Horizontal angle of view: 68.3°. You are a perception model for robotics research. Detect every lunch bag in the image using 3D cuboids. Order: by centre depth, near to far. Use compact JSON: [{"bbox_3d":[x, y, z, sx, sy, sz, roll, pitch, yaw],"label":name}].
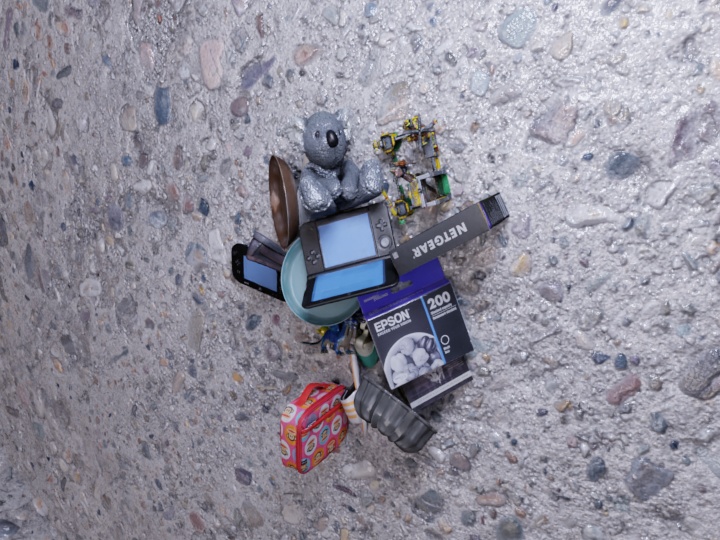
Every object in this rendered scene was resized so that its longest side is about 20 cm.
[{"bbox_3d":[-0.105,0.346,1.236,0.079,0.198,0.184,10,109,31],"label":"lunch bag"}]

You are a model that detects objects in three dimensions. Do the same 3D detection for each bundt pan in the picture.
[{"bbox_3d":[0.063,0.312,1.125,0.199,0.203,0.077,34,78,19],"label":"bundt pan"}]

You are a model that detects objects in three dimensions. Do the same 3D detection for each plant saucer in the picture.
[{"bbox_3d":[-0.073,0.013,1.118,0.191,0.027,0.209,-2,82,11],"label":"plant saucer"},{"bbox_3d":[-0.170,-0.153,1.186,0.199,0.033,0.209,171,91,-73],"label":"plant saucer"}]

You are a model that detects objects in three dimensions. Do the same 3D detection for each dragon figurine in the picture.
[{"bbox_3d":[-0.057,0.132,1.177,0.196,0.057,0.104,-1,89,51],"label":"dragon figurine"}]

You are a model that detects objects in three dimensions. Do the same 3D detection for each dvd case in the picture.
[{"bbox_3d":[0.132,0.167,1.108,0.145,0.016,0.206,-25,89,-6],"label":"dvd case"}]

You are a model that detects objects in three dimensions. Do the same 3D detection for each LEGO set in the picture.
[{"bbox_3d":[0.092,-0.192,1.027,0.149,0.115,0.209,-1,102,30],"label":"LEGO set"}]

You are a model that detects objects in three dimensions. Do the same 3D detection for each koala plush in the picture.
[{"bbox_3d":[-0.067,-0.222,1.069,0.183,0.171,0.208,169,85,-76],"label":"koala plush"}]

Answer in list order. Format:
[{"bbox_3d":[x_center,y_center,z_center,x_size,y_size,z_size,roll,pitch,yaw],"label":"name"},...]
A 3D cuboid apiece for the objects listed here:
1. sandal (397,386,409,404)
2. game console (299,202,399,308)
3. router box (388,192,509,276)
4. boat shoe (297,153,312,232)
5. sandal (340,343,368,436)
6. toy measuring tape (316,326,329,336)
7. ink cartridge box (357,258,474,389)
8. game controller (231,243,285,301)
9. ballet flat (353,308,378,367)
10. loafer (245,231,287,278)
[{"bbox_3d":[0.092,0.192,1.162,0.052,0.080,0.208,-12,93,10],"label":"sandal"},{"bbox_3d":[-0.028,-0.034,1.041,0.192,0.116,0.183,-13,84,8],"label":"game console"},{"bbox_3d":[0.167,-0.069,0.993,0.196,0.156,0.054,-28,90,31],"label":"router box"},{"bbox_3d":[-0.094,-0.171,1.178,0.066,0.071,0.208,17,103,23],"label":"boat shoe"},{"bbox_3d":[-0.021,0.279,1.234,0.057,0.079,0.216,-10,92,1],"label":"sandal"},{"bbox_3d":[-0.103,0.054,1.232,0.071,0.073,0.209,0,102,29],"label":"toy measuring tape"},{"bbox_3d":[0.111,0.103,1.074,0.192,0.043,0.207,-22,91,-7],"label":"ink cartridge box"},{"bbox_3d":[-0.245,0.004,1.321,0.194,0.042,0.108,20,112,25],"label":"game controller"},{"bbox_3d":[0.013,0.130,1.185,0.065,0.070,0.208,18,111,28],"label":"ballet flat"},{"bbox_3d":[-0.184,-0.015,1.196,0.071,0.199,0.064,27,81,41],"label":"loafer"}]
